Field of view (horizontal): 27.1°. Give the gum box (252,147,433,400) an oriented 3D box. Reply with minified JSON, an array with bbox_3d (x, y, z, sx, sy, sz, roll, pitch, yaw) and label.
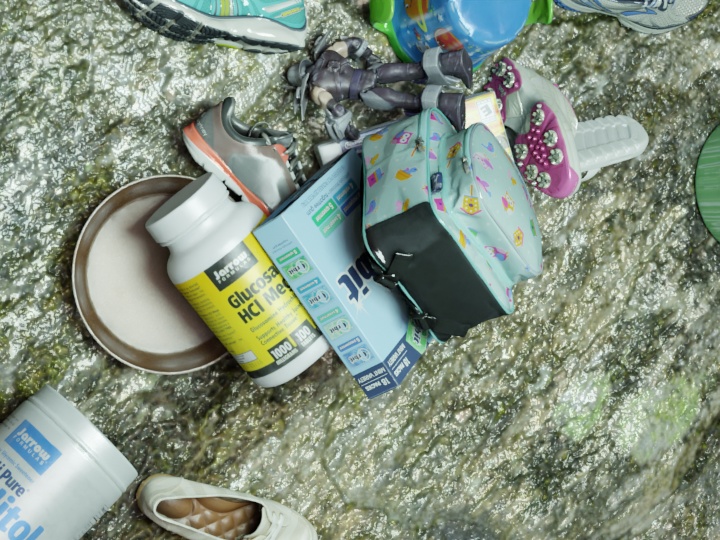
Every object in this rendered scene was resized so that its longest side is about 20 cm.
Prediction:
[{"bbox_3d":[0.000,0.000,1.476,0.200,0.045,0.170,55,35,-10],"label":"gum box"}]

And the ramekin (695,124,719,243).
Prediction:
[{"bbox_3d":[0.489,-0.102,1.740,0.200,0.098,0.201,0,91,-21],"label":"ramekin"}]

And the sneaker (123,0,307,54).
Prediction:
[{"bbox_3d":[-0.145,-0.270,1.506,0.200,0.077,0.080,6,83,-32],"label":"sneaker"}]

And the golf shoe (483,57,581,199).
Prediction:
[{"bbox_3d":[0.204,-0.151,1.593,0.091,0.075,0.200,9,42,-30],"label":"golf shoe"}]

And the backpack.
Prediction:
[{"bbox_3d":[0.083,-0.060,1.450,0.153,0.200,0.176,-31,130,16],"label":"backpack"}]

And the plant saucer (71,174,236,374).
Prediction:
[{"bbox_3d":[-0.194,0.004,1.505,0.200,0.034,0.201,0,90,-23],"label":"plant saucer"}]

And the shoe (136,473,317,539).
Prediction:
[{"bbox_3d":[-0.131,0.259,1.521,0.200,0.053,0.070,20,83,-21],"label":"shoe"}]

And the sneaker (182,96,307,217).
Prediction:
[{"bbox_3d":[-0.084,-0.097,1.511,0.200,0.077,0.082,40,105,-17],"label":"sneaker"}]

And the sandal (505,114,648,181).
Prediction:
[{"bbox_3d":[0.226,-0.124,1.658,0.202,0.083,0.050,-9,138,-14],"label":"sandal"}]

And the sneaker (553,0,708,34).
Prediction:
[{"bbox_3d":[0.314,-0.312,1.676,0.200,0.085,0.077,2,90,-22],"label":"sneaker"}]

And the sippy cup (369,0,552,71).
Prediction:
[{"bbox_3d":[0.110,-0.276,1.571,0.178,0.130,0.140,-41,105,-17],"label":"sippy cup"}]

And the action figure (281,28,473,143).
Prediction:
[{"bbox_3d":[0.012,-0.189,1.536,0.200,0.069,0.130,7,65,14],"label":"action figure"}]

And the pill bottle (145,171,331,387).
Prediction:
[{"bbox_3d":[-0.116,0.007,1.458,0.112,0.112,0.200,-43,105,-16],"label":"pill bottle"}]

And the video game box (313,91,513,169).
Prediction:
[{"bbox_3d":[0.071,-0.075,1.580,0.200,0.047,0.183,-18,100,-6],"label":"video game box"}]

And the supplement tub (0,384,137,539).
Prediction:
[{"bbox_3d":[-0.324,0.221,1.404,0.200,0.132,0.132,-47,106,-15],"label":"supplement tub"}]
